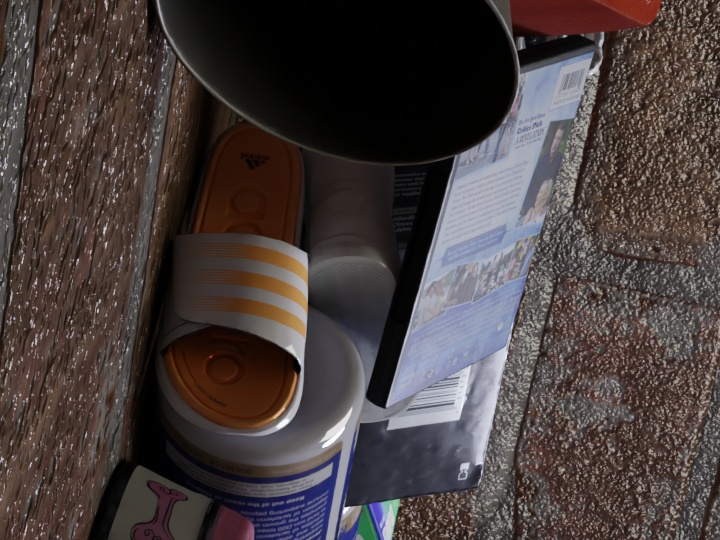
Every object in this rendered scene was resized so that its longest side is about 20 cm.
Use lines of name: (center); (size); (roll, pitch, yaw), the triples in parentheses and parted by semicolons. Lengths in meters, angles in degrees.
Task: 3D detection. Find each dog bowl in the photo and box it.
dog bowl: (-0.105, 0.203, 1.098); (0.200, 0.073, 0.201); (11, 90, -88)

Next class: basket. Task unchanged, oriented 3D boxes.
basket: (-0.005, -0.177, 0.960); (0.180, 0.136, 0.201); (36, 43, -38)

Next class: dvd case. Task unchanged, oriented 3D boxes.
dvd case: (0.068, -0.029, 1.205); (0.142, 0.017, 0.201); (-22, 133, -54)

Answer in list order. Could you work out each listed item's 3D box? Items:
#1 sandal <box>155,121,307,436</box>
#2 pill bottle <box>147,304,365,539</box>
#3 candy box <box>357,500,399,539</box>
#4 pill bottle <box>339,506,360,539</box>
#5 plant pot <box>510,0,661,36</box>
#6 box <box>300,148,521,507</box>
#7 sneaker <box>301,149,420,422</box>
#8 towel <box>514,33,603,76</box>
sandal: (-0.066, -0.010, 1.138); (0.059, 0.079, 0.208); (97, -4, -54)
pill bottle: (-0.064, 0.118, 1.216); (0.201, 0.115, 0.116); (99, 2, -46)
candy box: (-0.032, 0.110, 1.694); (0.169, 0.077, 0.201); (-74, 146, -70)
pill bottle: (-0.062, 0.194, 1.545); (0.201, 0.115, 0.116); (99, 2, -47)
plant pot: (0.073, -0.223, 1.132); (0.200, 0.176, 0.201); (10, 97, -60)
box: (0.002, 0.019, 1.429); (0.200, 0.117, 0.198); (47, -45, 50)
sneaker: (0.000, 0.000, 1.262); (0.200, 0.073, 0.116); (89, -1, -57)
towel: (0.083, -0.208, 1.325); (0.165, 0.085, 0.201); (176, -79, -69)
